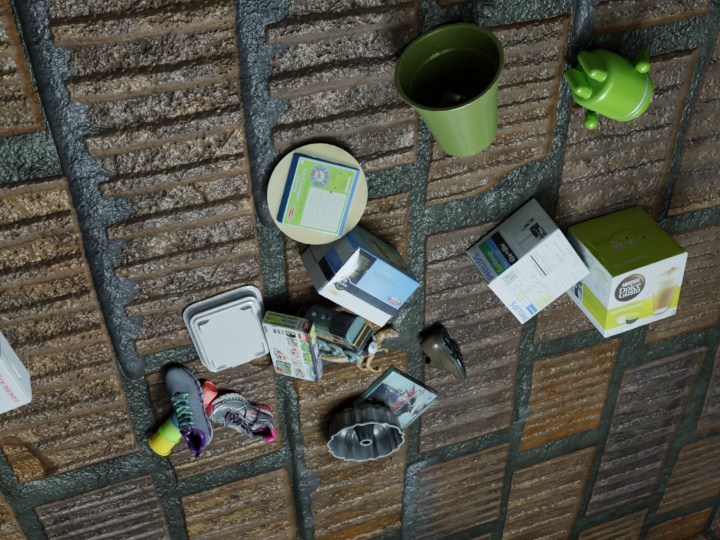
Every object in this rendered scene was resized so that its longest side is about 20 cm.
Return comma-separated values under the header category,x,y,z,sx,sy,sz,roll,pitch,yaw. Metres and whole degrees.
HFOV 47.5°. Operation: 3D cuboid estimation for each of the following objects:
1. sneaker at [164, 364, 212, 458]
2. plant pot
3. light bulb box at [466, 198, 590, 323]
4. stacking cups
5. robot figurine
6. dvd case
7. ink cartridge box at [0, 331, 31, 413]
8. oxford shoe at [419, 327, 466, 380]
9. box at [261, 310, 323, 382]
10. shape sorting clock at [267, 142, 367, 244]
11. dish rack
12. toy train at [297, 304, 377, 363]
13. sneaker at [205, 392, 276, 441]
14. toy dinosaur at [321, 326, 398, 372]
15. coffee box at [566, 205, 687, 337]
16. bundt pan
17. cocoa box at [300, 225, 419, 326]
category,x,y,z,sx,sy,sz,roll,pitch,yaw
sneaker,-0.376,0.306,1.787,0.074,0.088,0.202,-20,105,4
plant pot,0.180,-0.316,1.519,0.199,0.201,0.190,-29,147,1
light bulb box,0.385,-0.019,1.880,0.199,0.125,0.198,-38,133,10
stacking cups,-0.401,0.336,1.864,0.060,0.061,0.200,30,111,-39
robot figurine,0.505,-0.371,1.646,0.198,0.116,0.176,12,131,-33
dvd case,0.095,0.334,2.116,0.146,0.022,0.199,-44,132,14
ink cartridge box,-0.763,0.221,1.590,0.198,0.084,0.146,-20,133,-7
oxford shoe,0.206,0.216,2.045,0.084,0.073,0.200,-23,133,17
box,-0.146,0.170,1.800,0.109,0.035,0.201,11,143,12
shape sorting clock,-0.084,-0.149,1.594,0.197,0.039,0.202,-6,113,-14
dish rack,-0.278,0.136,1.768,0.170,0.044,0.201,-19,134,-10
toy train,-0.052,0.128,1.773,0.086,0.199,0.114,-54,135,-21
sneaker,-0.273,0.345,1.915,0.199,0.075,0.081,23,115,-40
toy dinosaur,0.000,0.196,1.946,0.198,0.060,0.107,-26,110,-9
coffee box,0.622,-0.001,1.950,0.198,0.201,0.199,-17,132,-11
bundt pan,0.010,0.405,2.077,0.199,0.076,0.203,-5,140,-5
cocoa box,0.000,0.000,1.715,0.199,0.134,0.131,30,109,-39
